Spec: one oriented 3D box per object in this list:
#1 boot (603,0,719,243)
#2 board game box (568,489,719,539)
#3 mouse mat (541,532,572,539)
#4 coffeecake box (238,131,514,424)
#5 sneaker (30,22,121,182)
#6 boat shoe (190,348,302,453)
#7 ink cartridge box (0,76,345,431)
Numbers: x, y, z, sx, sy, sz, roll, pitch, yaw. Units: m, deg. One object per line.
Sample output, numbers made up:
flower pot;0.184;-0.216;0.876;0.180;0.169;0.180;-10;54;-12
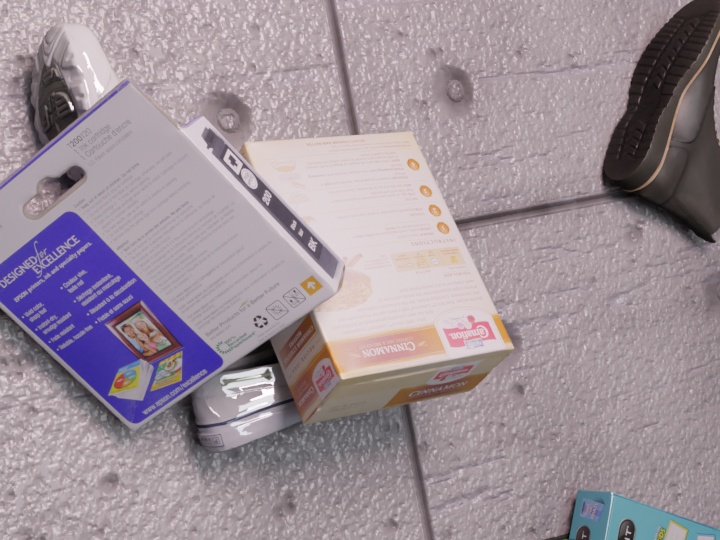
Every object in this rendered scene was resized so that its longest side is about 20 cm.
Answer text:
boot;0.319;-0.140;1.298;0.138;0.077;0.200;32;82;-30
board game box;0.264;0.292;1.222;0.200;0.047;0.151;22;73;-31
mouse mat;0.137;0.314;1.168;0.200;0.008;0.161;-5;88;-33
coffeecake box;0.000;0.000;1.027;0.153;0.073;0.200;-7;62;-33
sneaker;-0.164;-0.088;0.989;0.099;0.078;0.200;-33;112;-37
boat shoe;-0.036;0.072;1.042;0.200;0.074;0.067;-22;102;-31
ink cartridge box;-0.148;-0.011;0.923;0.200;0.198;0.043;46;24;-22
